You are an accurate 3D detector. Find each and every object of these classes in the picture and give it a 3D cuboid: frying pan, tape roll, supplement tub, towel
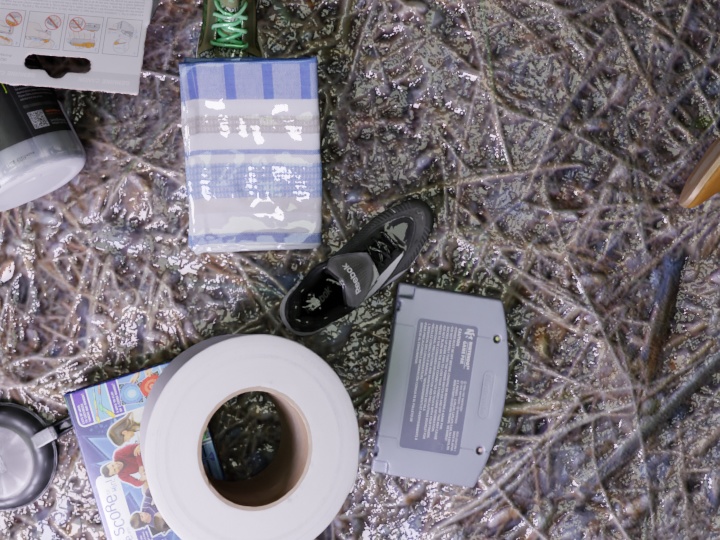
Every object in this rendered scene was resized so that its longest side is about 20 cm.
[{"bbox_3d":[-0.344,0.197,0.901,0.186,0.031,0.117,-5,93,1],"label":"frying pan"},{"bbox_3d":[-0.112,0.164,0.825,0.199,0.139,0.207,1,85,-16],"label":"tape roll"},{"bbox_3d":[-0.369,-0.172,0.842,0.121,0.123,0.203,-27,92,-1],"label":"supplement tub"},{"bbox_3d":[-0.111,-0.115,0.872,0.144,0.024,0.204,-1,109,-3],"label":"towel"}]

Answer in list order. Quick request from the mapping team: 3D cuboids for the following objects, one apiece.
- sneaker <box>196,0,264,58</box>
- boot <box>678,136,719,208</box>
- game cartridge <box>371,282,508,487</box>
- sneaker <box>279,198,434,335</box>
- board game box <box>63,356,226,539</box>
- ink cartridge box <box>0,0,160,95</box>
[{"bbox_3d":[-0.135,-0.262,0.863,0.075,0.089,0.204,1,92,-2],"label":"sneaker"},{"bbox_3d":[0.445,-0.104,0.891,0.144,0.071,0.202,42,85,1],"label":"boot"},{"bbox_3d":[0.089,0.123,0.906,0.130,0.041,0.204,9,91,2],"label":"game cartridge"},{"bbox_3d":[0.000,0.000,0.872,0.199,0.091,0.067,-38,93,0],"label":"sneaker"},{"bbox_3d":[-0.216,0.205,0.890,0.133,0.034,0.204,-16,91,-9],"label":"board game box"},{"bbox_3d":[-0.270,-0.259,0.808,0.158,0.050,0.204,4,79,-1],"label":"ink cartridge box"}]
